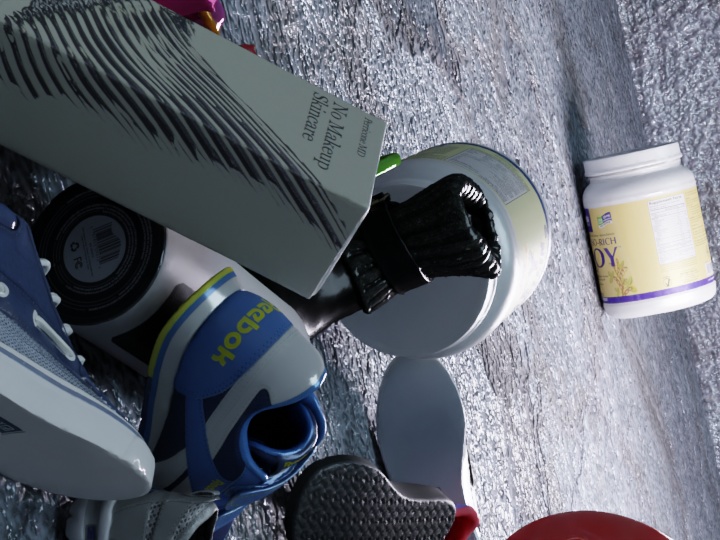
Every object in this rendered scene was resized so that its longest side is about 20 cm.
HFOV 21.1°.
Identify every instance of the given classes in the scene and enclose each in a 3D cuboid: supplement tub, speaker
[{"bbox_3d":[0.359,-0.051,2.435,0.145,0.144,0.202,-23,101,-73],"label":"supplement tub"},{"bbox_3d":[0.057,-0.015,1.440,0.200,0.144,0.146,-31,109,-72],"label":"supplement tub"},{"bbox_3d":[-0.097,0.021,1.032,0.200,0.081,0.082,45,37,-62],"label":"speaker"}]

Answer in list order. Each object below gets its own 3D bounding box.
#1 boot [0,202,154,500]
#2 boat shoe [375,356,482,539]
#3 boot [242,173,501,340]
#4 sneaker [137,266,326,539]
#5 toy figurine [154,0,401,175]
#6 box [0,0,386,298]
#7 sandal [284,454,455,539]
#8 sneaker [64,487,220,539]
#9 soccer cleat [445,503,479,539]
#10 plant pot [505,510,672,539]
[{"bbox_3d":[-0.148,0.033,0.867,0.200,0.072,0.091,50,39,-56],"label":"boot"},{"bbox_3d":[0.057,0.154,1.478,0.066,0.069,0.202,-104,177,-81],"label":"boat shoe"},{"bbox_3d":[0.000,-0.003,1.221,0.211,0.157,0.080,-47,124,-69],"label":"boot"},{"bbox_3d":[-0.067,0.092,0.981,0.074,0.082,0.201,-48,161,-39],"label":"sneaker"},{"bbox_3d":[-0.080,-0.119,1.132,0.200,0.149,0.185,-161,-131,-85],"label":"toy figurine"},{"bbox_3d":[-0.091,-0.072,0.932,0.199,0.069,0.082,25,37,-12],"label":"box"},{"bbox_3d":[-0.004,0.159,1.284,0.076,0.048,0.200,-56,149,2],"label":"sandal"},{"bbox_3d":[-0.088,0.201,0.940,0.075,0.081,0.202,-14,92,-73],"label":"sneaker"},{"bbox_3d":[0.043,0.242,1.353,0.201,0.073,0.068,-82,155,-47],"label":"soccer cleat"},{"bbox_3d":[0.178,0.320,1.534,0.183,0.199,0.202,-64,140,-59],"label":"plant pot"}]
